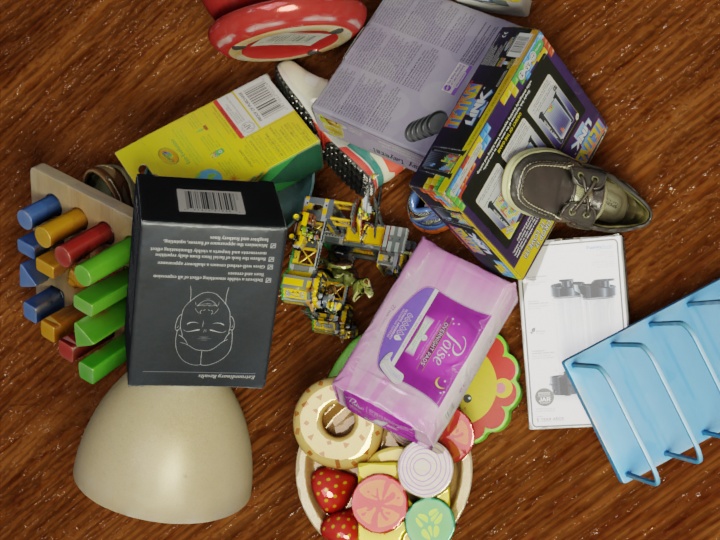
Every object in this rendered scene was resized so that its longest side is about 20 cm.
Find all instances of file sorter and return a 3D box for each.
[{"bbox_3d":[0.330,0.109,1.225,0.199,0.123,0.139,-27,90,-7],"label":"file sorter"}]

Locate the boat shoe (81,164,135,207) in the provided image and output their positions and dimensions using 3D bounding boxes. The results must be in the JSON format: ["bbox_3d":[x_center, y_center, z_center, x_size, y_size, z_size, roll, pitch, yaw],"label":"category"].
[{"bbox_3d":[-0.294,-0.030,1.478,0.075,0.074,0.201,-19,83,15],"label":"boat shoe"}]

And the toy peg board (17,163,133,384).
[{"bbox_3d":[-0.327,0.014,1.413,0.198,0.098,0.201,26,127,25],"label":"toy peg board"}]

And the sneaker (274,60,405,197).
[{"bbox_3d":[-0.016,-0.176,1.413,0.093,0.070,0.200,-33,65,-17],"label":"sneaker"}]

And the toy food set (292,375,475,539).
[{"bbox_3d":[0.025,0.207,1.315,0.196,0.049,0.202,-3,77,10],"label":"toy food set"}]

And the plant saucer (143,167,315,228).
[{"bbox_3d":[-0.149,-0.094,1.419,0.198,0.036,0.201,-2,57,3],"label":"plant saucer"}]

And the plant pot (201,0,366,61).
[{"bbox_3d":[-0.094,-0.334,1.362,0.199,0.200,0.184,-9,88,16],"label":"plant pot"}]

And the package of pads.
[{"bbox_3d":[0.070,0.075,1.292,0.120,0.076,0.201,26,70,17],"label":"package of pads"}]

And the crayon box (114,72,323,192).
[{"bbox_3d":[-0.158,-0.125,1.389,0.199,0.051,0.127,-29,59,-15],"label":"crayon box"}]

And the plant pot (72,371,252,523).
[{"bbox_3d":[-0.209,0.171,1.369,0.199,0.200,0.135,15,106,16],"label":"plant pot"}]

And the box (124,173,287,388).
[{"bbox_3d":[-0.166,0.013,1.299,0.147,0.107,0.201,3,120,-15],"label":"box"}]

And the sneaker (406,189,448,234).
[{"bbox_3d":[0.128,-0.115,1.352,0.200,0.078,0.075,-46,78,11],"label":"sneaker"}]

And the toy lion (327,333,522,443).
[{"bbox_3d":[0.071,0.129,1.378,0.199,0.069,0.192,30,90,15],"label":"toy lion"}]

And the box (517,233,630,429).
[{"bbox_3d":[0.233,0.065,1.326,0.116,0.060,0.202,-6,87,16],"label":"box"}]

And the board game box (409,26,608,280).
[{"bbox_3d":[0.156,-0.119,1.270,0.057,0.165,0.201,17,70,45],"label":"board game box"}]

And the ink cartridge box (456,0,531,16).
[{"bbox_3d":[0.139,-0.361,1.293,0.087,0.200,0.146,13,91,13],"label":"ink cartridge box"}]

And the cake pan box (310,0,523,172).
[{"bbox_3d":[0.073,-0.208,1.341,0.183,0.052,0.201,24,71,20],"label":"cake pan box"}]

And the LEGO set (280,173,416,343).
[{"bbox_3d":[0.000,0.000,1.340,0.115,0.200,0.155,8,68,15],"label":"LEGO set"}]

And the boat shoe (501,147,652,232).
[{"bbox_3d":[0.225,-0.080,1.261,0.065,0.199,0.074,20,101,47],"label":"boat shoe"}]
